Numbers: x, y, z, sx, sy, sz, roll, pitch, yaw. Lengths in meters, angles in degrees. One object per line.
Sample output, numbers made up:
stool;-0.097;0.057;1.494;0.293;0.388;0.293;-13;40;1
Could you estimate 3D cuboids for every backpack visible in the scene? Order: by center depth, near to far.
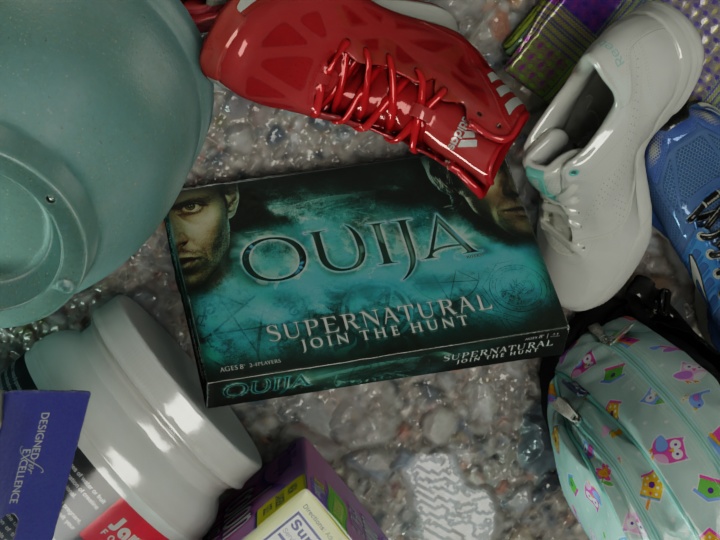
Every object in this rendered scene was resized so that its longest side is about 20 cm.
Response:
backpack;0.182;0.117;1.158;0.126;0.200;0.167;-36;114;0

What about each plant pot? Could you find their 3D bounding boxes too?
plant pot;-0.180;-0.058;1.000;0.199;0.134;0.201;3;131;4

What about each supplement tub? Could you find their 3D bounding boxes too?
supplement tub;-0.168;0.123;1.104;0.200;0.140;0.140;-40;113;2

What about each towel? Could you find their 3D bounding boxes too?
towel;0.189;-0.160;1.164;0.143;0.023;0.200;34;98;-22

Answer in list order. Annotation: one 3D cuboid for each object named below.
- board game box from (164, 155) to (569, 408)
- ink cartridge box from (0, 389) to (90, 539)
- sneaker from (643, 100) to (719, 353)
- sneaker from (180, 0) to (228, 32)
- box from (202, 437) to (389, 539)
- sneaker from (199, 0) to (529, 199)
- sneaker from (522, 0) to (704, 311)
board game box;0.000;0.000;1.112;0.199;0.136;0.028;-8;143;-12
ink cartridge box;-0.239;0.146;0.970;0.199;0.047;0.198;6;114;-27
sneaker;0.223;-0.011;1.176;0.078;0.089;0.200;-34;119;-3
sneaker;-0.065;-0.149;1.068;0.199;0.087;0.074;-5;110;-13
box;-0.078;0.202;1.124;0.200;0.176;0.097;-38;94;1
sneaker;0.018;-0.095;1.046;0.200;0.115;0.079;-7;131;-48
sneaker;0.119;-0.054;1.120;0.088;0.075;0.201;-26;142;-39
